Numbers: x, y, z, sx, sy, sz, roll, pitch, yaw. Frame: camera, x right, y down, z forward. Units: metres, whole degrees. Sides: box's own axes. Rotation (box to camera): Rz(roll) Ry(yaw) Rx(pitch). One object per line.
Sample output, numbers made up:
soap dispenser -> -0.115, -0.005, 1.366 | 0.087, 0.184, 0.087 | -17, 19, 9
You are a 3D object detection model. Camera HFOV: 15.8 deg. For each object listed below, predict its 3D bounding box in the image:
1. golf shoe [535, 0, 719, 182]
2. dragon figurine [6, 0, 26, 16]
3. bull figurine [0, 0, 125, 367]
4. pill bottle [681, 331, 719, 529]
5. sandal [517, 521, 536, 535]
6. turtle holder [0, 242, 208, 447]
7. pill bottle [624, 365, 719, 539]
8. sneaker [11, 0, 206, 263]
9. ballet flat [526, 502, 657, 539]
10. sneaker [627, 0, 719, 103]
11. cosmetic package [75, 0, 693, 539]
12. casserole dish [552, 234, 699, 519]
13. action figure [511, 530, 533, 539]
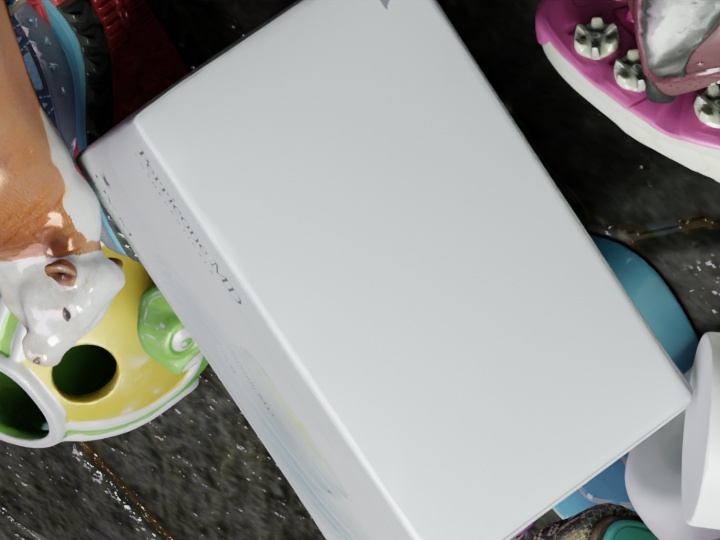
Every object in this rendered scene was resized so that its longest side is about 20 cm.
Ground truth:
golf shoe -> 0.151, -0.044, 0.948 | 0.199, 0.075, 0.092 | 28, 151, 16
dragon figurine -> -0.120, -0.176, 1.011 | 0.099, 0.059, 0.200 | 39, 127, -19
bull figurine -> -0.169, -0.053, 1.037 | 0.121, 0.065, 0.201 | -7, 116, 14
pill bottle -> 0.218, 0.066, 0.924 | 0.199, 0.111, 0.111 | 6, 145, -1
sandal -> 0.042, 0.113, 1.142 | 0.202, 0.082, 0.050 | -36, 93, 33
turtle holder -> -0.122, 0.021, 1.239 | 0.185, 0.132, 0.141 | 21, 146, 28
pill bottle -> 0.207, 0.127, 1.079 | 0.112, 0.113, 0.200 | -9, 127, 50
sneaker -> -0.125, -0.100, 1.138 | 0.095, 0.079, 0.201 | 7, 121, 49
ballet flat -> 0.145, 0.144, 1.147 | 0.199, 0.068, 0.075 | 19, 161, -36
sneaker -> 0.153, -0.078, 0.840 | 0.115, 0.076, 0.200 | -41, 110, 16
cosmetic package -> 0.000, 0.000, 1.004 | 0.200, 0.123, 0.200 | 56, 168, -5
casserole dish -> 0.105, 0.059, 1.162 | 0.121, 0.039, 0.200 | 3, 135, 41
action figure -> 0.026, 0.085, 1.237 | 0.130, 0.069, 0.201 | 17, 140, 52
